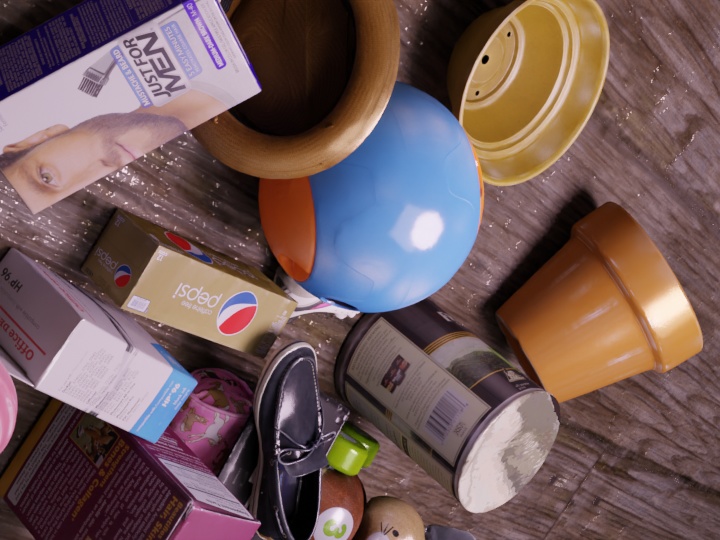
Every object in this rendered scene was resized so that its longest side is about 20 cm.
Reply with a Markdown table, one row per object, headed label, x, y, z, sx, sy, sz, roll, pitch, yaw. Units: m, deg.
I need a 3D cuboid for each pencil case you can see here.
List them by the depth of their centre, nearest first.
| label | x | y | z | sx | sy | sz | roll | pitch | yaw |
| --- | --- | --- | --- | --- | --- | --- | --- | --- | --- |
| pencil case | -0.161 | 0.197 | 1.391 | 0.083 | 0.085 | 0.202 | -81 | -167 | -71 |

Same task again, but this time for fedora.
| label | x | y | z | sx | sy | sz | roll | pitch | yaw |
| --- | --- | --- | --- | --- | --- | --- | --- | --- | --- |
| fedora | -0.059 | -0.172 | 1.158 | 0.202 | 0.200 | 0.082 | -53 | 176 | 1 |

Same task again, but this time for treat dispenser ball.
| label | x | y | z | sx | sy | sz | roll | pitch | yaw |
| --- | --- | --- | --- | --- | --- | --- | --- | --- | --- |
| treat dispenser ball | 0.010 | -0.065 | 1.260 | 0.199 | 0.200 | 0.203 | -28 | 137 | -29 |

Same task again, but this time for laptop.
| label | x | y | z | sx | sy | sz | roll | pitch | yaw |
| --- | --- | --- | --- | --- | --- | --- | --- | --- | --- |
| laptop | -0.098 | 0.190 | 1.421 | 0.200 | 0.103 | 0.179 | 37 | 79 | -50 |

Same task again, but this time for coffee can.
| label | x | y | z | sx | sy | sz | roll | pitch | yaw |
| --- | --- | --- | --- | --- | --- | --- | --- | --- | --- |
| coffee can | 0.090 | 0.135 | 1.512 | 0.145 | 0.199 | 0.148 | -28 | 138 | -29 |

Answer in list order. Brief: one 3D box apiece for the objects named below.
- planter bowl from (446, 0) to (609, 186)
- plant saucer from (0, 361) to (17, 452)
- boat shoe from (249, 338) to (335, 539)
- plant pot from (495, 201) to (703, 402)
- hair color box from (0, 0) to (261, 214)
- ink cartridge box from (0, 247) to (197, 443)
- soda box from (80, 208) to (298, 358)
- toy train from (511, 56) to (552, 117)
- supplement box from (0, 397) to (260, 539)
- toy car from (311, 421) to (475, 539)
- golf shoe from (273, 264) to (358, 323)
| label | x | y | z | sx | sy | sz | roll | pitch | yaw |
| --- | --- | --- | --- | --- | --- | --- | --- | --- | --- |
| planter bowl | 0.144 | -0.191 | 1.400 | 0.199 | 0.083 | 0.203 | -26 | 133 | -30 |
| plant saucer | -0.352 | 0.107 | 1.047 | 0.197 | 0.051 | 0.202 | -2 | 136 | -2 |
| boat shoe | -0.060 | 0.161 | 1.322 | 0.074 | 0.062 | 0.203 | -10 | 113 | -43 |
| plant pot | 0.262 | 0.055 | 1.660 | 0.182 | 0.201 | 0.201 | -32 | 141 | -2 |
| hair color box | -0.184 | -0.138 | 1.058 | 0.198 | 0.065 | 0.110 | -27 | 140 | 1 |
| ink cartridge box | -0.235 | 0.056 | 1.164 | 0.068 | 0.116 | 0.200 | -53 | 144 | 0 |
| soda box | -0.146 | 0.015 | 1.269 | 0.064 | 0.068 | 0.199 | -57 | 143 | 5 |
| toy train | 0.196 | -0.225 | 1.478 | 0.046 | 0.034 | 0.202 | 3 | 116 | -63 |
| supplement box | -0.203 | 0.202 | 1.248 | 0.132 | 0.200 | 0.103 | -54 | 143 | 5 |
| toy car | 0.015 | 0.283 | 1.525 | 0.166 | 0.198 | 0.158 | -60 | 171 | 3 |
| golf shoe | 0.000 | 0.000 | 1.419 | 0.198 | 0.073 | 0.093 | -8 | 132 | -32 |
